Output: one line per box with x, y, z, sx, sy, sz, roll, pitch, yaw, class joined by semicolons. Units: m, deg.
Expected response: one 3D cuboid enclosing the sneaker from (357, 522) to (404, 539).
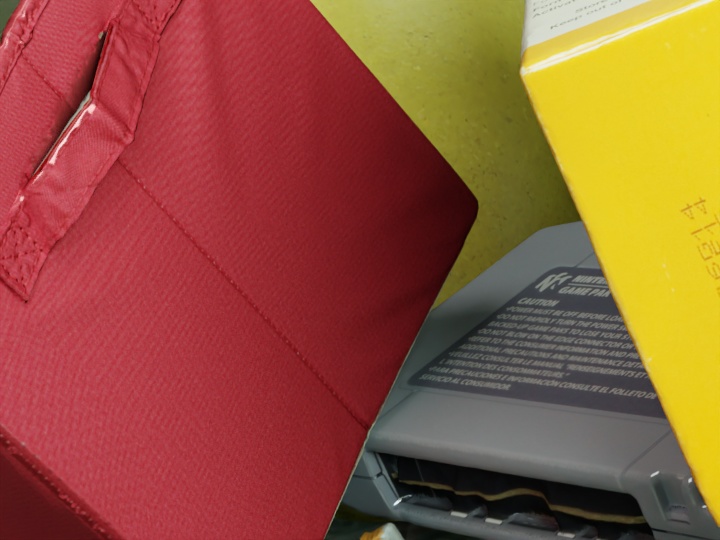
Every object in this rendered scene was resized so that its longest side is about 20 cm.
-0.006;0.139;0.824;0.077;0.078;0.200;-29;19;16;sneaker

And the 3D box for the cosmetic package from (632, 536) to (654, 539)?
0.162;0.050;0.845;0.200;0.074;0.102;-29;20;-14;cosmetic package

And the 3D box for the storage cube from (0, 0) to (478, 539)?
-0.105;-0.004;0.847;0.199;0.180;0.171;-3;52;41;storage cube

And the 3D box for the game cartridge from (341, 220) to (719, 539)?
0.085;0.028;0.841;0.133;0.041;0.200;-40;23;-25;game cartridge

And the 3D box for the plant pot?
0.000;0.000;1.017;0.199;0.200;0.142;-24;46;4;plant pot

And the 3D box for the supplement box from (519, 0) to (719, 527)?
0.098;-0.041;0.757;0.073;0.126;0.200;-21;20;12;supplement box
